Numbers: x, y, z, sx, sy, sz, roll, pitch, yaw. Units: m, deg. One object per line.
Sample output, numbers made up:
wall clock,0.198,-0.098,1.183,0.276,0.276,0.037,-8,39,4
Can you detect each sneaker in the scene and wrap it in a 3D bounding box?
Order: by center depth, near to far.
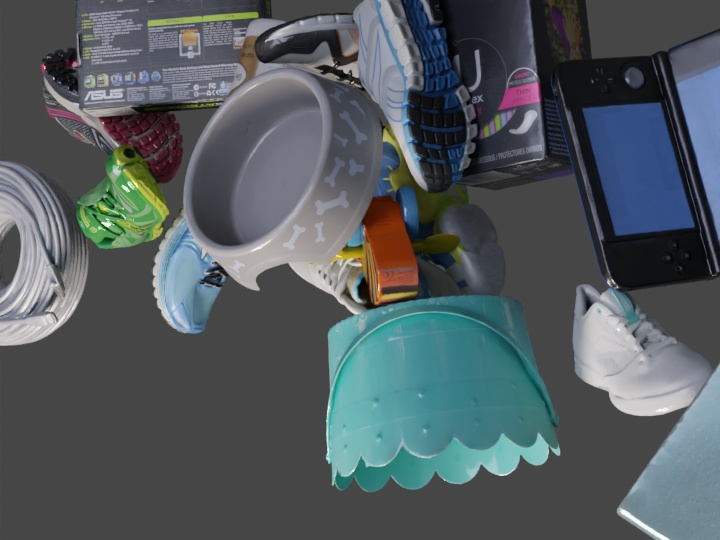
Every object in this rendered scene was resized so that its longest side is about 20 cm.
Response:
sneaker,0.222,0.058,1.456,0.200,0.075,0.089,-158,53,-67
sneaker,0.040,-0.156,1.540,0.086,0.074,0.202,-30,66,50
sneaker,0.001,-0.195,1.621,0.074,0.198,0.081,-168,74,-69
sneaker,0.057,-0.039,1.639,0.105,0.075,0.201,-39,60,28
sneaker,0.000,0.000,1.670,0.199,0.080,0.077,23,103,36
sneaker,-0.142,-0.028,1.776,0.089,0.078,0.202,23,101,30
sneaker,-0.240,-0.061,1.783,0.083,0.200,0.074,-27,77,-14
sneaker,-0.258,-0.154,1.873,0.200,0.080,0.075,42,140,28

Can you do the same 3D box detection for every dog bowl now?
dog bowl,-0.074,-0.085,1.550,0.199,0.058,0.202,-21,56,35

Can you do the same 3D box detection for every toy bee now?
toy bee,0.023,-0.031,1.566,0.130,0.201,0.109,9,136,8

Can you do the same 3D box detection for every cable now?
cable,-0.385,-0.019,1.953,0.199,0.069,0.202,-17,77,34

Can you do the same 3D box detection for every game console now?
game console,0.273,-0.100,1.464,0.118,0.169,0.202,-34,66,58

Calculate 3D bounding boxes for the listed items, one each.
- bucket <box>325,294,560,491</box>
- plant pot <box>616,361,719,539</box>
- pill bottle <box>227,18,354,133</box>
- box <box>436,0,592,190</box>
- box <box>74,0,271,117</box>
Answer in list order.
bucket,0.065,0.108,1.552,0.206,0.206,0.136,-18,73,33
plant pot,0.351,0.157,1.352,0.200,0.195,0.197,39,110,22
pill bottle,-0.078,-0.127,1.694,0.114,0.114,0.202,13,86,35
box,0.129,-0.181,1.571,0.121,0.106,0.202,-11,81,36
box,-0.188,-0.259,1.793,0.198,0.048,0.195,-4,84,9
